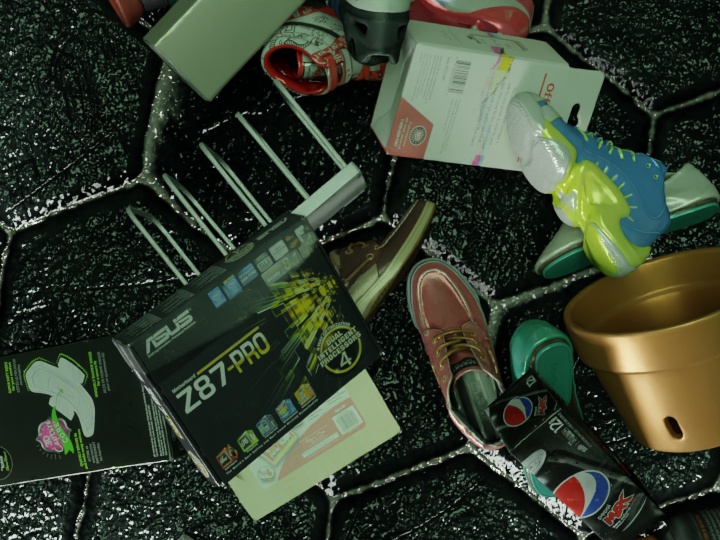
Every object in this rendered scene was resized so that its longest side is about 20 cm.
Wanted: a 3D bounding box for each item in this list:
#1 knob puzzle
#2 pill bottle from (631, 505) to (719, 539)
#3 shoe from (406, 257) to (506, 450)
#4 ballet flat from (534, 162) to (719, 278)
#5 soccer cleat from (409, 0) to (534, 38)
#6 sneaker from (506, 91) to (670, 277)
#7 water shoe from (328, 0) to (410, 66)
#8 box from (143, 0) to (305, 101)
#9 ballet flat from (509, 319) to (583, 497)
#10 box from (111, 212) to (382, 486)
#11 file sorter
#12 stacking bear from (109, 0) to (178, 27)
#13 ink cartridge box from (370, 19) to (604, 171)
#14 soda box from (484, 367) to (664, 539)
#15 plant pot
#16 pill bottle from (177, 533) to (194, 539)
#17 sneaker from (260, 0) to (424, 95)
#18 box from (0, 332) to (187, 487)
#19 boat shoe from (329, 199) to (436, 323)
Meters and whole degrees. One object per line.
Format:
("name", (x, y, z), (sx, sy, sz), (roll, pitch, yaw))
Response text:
("knob puzzle", (-0.085, 0.123, 1.273), (0.219, 0.030, 0.220), (0, 89, 3))
("pill bottle", (0.366, 0.279, 1.215), (0.200, 0.106, 0.106), (-10, 88, 2))
("shoe", (0.101, 0.081, 1.237), (0.071, 0.091, 0.200), (-21, 88, 2))
("ballet flat", (0.258, -0.053, 1.254), (0.200, 0.069, 0.070), (-21, 88, -3))
("soccer cleat", (0.079, -0.279, 1.268), (0.200, 0.067, 0.077), (26, 58, 8))
("sneaker", (0.223, -0.097, 1.189), (0.105, 0.076, 0.200), (-35, 99, -18))
("water shoe", (0.002, -0.231, 1.161), (0.071, 0.200, 0.079), (4, 103, -5))
("box", (-0.112, -0.265, 1.215), (0.200, 0.068, 0.082), (-45, 116, -1))
("ballet flat", (0.181, 0.130, 1.237), (0.067, 0.070, 0.200), (-14, 123, -10))
("box", (-0.096, 0.068, 1.124), (0.200, 0.049, 0.161), (-37, 111, -20))
("file sorter", (-0.111, -0.070, 1.226), (0.200, 0.139, 0.125), (-40, 86, 1))
("stacking bear", (-0.171, -0.337, 1.251), (0.200, 0.121, 0.114), (-30, 106, -7))
("ink cartridge box", (0.123, -0.166, 1.215), (0.200, 0.068, 0.117), (6, 119, -20))
("soda box", (0.204, 0.183, 1.190), (0.063, 0.071, 0.200), (-41, 123, 8))
("plant pot", (0.308, 0.079, 1.191), (0.200, 0.200, 0.140), (-19, 105, 2))
("pill bottle", (-0.121, 0.354, 1.228), (0.200, 0.114, 0.114), (35, 90, 3))
("sneaker", (0.002, -0.203, 1.233), (0.201, 0.108, 0.067), (16, 132, 7))
("box", (-0.254, 0.127, 1.206), (0.200, 0.149, 0.125), (-10, 89, 13))
("boat shoe", (0.000, 0.000, 1.243), (0.072, 0.072, 0.200), (35, 79, 7))
